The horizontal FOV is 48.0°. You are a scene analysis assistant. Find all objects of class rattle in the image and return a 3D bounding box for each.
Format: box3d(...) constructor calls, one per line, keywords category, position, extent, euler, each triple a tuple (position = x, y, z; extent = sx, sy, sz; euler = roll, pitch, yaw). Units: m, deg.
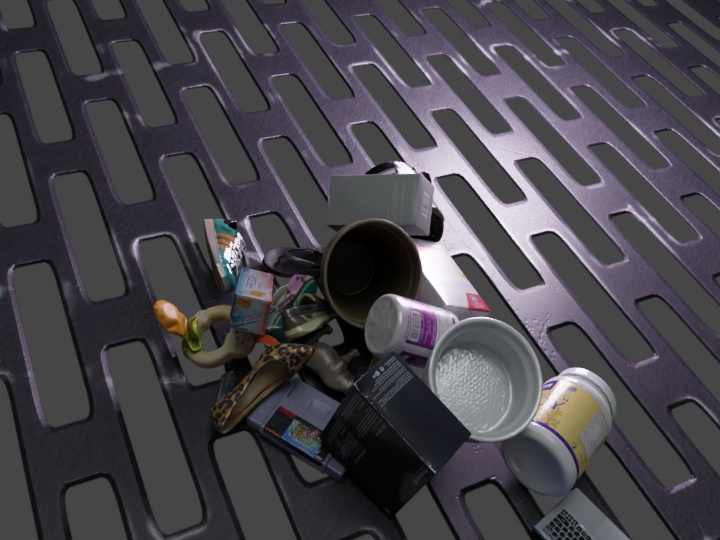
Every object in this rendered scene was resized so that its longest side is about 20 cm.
box3d(category="rattle", position=(-0.245, 0.093, 1.440), extent=(0.195, 0.145, 0.131), euler=(4, 38, 28))

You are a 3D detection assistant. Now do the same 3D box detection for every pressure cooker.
box3d(category="pressure cooker", position=(0.070, -0.131, 1.742), extent=(0.172, 0.181, 0.202), euler=(4, 43, -30))

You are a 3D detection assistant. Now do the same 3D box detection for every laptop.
box3d(category="laptop", position=(0.374, 0.441, 1.288), extent=(0.198, 0.118, 0.187), euler=(-27, 57, -33))

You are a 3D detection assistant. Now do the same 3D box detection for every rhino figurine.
box3d(category="rhino figurine", position=(-0.044, 0.179, 1.493), extent=(0.199, 0.061, 0.087), euler=(39, 46, 22))

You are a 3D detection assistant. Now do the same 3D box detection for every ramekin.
box3d(category="ramekin", position=(0.195, 0.190, 1.352), extent=(0.195, 0.098, 0.206), euler=(4, 70, -11))

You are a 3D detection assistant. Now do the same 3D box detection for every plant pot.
box3d(category="plant pot", position=(0.000, 0.000, 1.560), extent=(0.195, 0.206, 0.173), euler=(-6, 7, -18))

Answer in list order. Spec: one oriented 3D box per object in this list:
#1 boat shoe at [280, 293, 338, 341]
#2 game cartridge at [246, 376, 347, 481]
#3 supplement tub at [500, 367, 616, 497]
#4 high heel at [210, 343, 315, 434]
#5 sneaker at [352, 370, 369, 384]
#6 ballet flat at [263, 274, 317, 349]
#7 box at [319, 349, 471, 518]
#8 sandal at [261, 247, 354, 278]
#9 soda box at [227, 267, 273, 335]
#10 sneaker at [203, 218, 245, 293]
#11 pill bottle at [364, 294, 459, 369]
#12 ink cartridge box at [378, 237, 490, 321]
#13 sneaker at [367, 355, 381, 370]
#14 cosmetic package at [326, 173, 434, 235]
box3d(category="boat shoe", position=(-0.093, 0.075, 1.524), extent=(0.070, 0.068, 0.200), euler=(-17, 7, 23))
box3d(category="game cartridge", position=(-0.088, 0.269, 1.415), extent=(0.197, 0.039, 0.130), euler=(27, 43, 14))
box3d(category="supplement tub", position=(0.352, 0.279, 1.420), extent=(0.144, 0.148, 0.199), euler=(35, 49, 22))
box3d(category="high heel", position=(-0.164, 0.205, 1.381), extent=(0.196, 0.072, 0.144), euler=(-24, 30, 13))
box3d(category="sneaker", position=(0.072, 0.234, 1.446), extent=(0.197, 0.074, 0.081), euler=(32, 34, -11))
box3d(category="ballet flat", position=(-0.153, 0.080, 1.565), extent=(0.069, 0.070, 0.202), euler=(10, 44, 23))
box3d(category="box", position=(0.050, 0.267, 1.302), extent=(0.182, 0.201, 0.103), euler=(46, 52, 13))
box3d(category="sandal", position=(-0.107, -0.022, 1.685), extent=(0.194, 0.043, 0.077), euler=(5, 45, -7))
box3d(category="soda box", position=(-0.196, 0.053, 1.458), extent=(0.067, 0.065, 0.200), euler=(12, 11, -7))
box3d(category="sneaker", position=(-0.269, -0.038, 1.646), extent=(0.078, 0.072, 0.202), euler=(-9, 47, -15))
box3d(category="pill bottle", position=(0.113, 0.118, 1.454), extent=(0.197, 0.113, 0.114), euler=(17, 38, -33))
box3d(category="ink cartridge box", position=(0.147, 0.035, 1.623), extent=(0.145, 0.086, 0.201), euler=(9, 36, -42))
box3d(category="sneaker", position=(0.074, 0.125, 1.549), extent=(0.076, 0.092, 0.202), euler=(17, 43, 7))
box3d(category="cosmetic package", position=(0.037, -0.129, 1.593), extent=(0.195, 0.090, 0.110), euler=(3, 80, 26))
